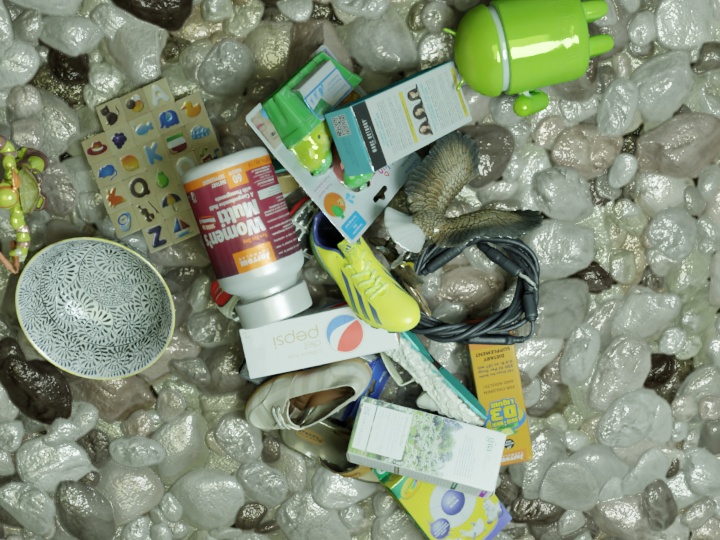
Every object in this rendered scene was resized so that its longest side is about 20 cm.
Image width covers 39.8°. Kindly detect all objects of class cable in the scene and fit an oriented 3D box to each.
[{"bbox_3d":[0.137,0.017,1.310,0.198,0.051,0.164,2,79,7],"label":"cable"}]

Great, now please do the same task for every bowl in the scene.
[{"bbox_3d":[-0.328,0.030,1.273,0.199,0.094,0.202,1,117,1],"label":"bowl"}]

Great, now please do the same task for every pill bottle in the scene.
[{"bbox_3d":[-0.132,-0.039,1.191,0.109,0.110,0.201,-19,96,1],"label":"pill bottle"}]

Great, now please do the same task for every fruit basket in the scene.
[{"bbox_3d":[-0.024,-0.162,1.224,0.200,0.094,0.185,46,53,-8],"label":"fruit basket"}]

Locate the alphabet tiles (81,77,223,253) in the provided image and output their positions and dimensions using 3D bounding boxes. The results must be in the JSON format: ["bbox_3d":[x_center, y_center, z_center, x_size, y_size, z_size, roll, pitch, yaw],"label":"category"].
[{"bbox_3d":[-0.255,-0.132,1.255,0.166,0.006,0.201,-22,86,6],"label":"alphabet tiles"}]

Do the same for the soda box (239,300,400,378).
[{"bbox_3d":[-0.051,0.083,1.287,0.199,0.064,0.069,-12,96,3],"label":"soda box"}]

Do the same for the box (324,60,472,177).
[{"bbox_3d":[0.051,-0.187,1.217,0.200,0.049,0.083,-31,107,-40],"label":"box"}]

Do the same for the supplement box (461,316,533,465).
[{"bbox_3d":[0.190,0.167,1.375,0.066,0.069,0.201,-12,107,1],"label":"supplement box"}]

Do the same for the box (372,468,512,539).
[{"bbox_3d":[0.114,0.311,1.396,0.117,0.048,0.200,-42,107,-13],"label":"box"}]

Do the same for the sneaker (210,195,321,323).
[{"bbox_3d":[-0.124,-0.029,1.297,0.200,0.085,0.077,-50,146,-7],"label":"sneaker"}]

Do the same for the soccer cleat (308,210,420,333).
[{"bbox_3d":[-0.001,0.000,1.226,0.064,0.200,0.084,-31,143,-19],"label":"soccer cleat"}]

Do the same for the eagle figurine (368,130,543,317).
[{"bbox_3d":[0.110,-0.070,1.259,0.200,0.151,0.152,-38,120,1],"label":"eagle figurine"}]

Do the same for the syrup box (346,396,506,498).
[{"bbox_3d":[0.087,0.235,1.319,0.199,0.082,0.079,14,71,5],"label":"syrup box"}]

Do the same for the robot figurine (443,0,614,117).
[{"bbox_3d":[0.206,-0.283,1.233,0.199,0.116,0.177,-13,99,-1],"label":"robot figurine"}]

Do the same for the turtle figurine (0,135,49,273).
[{"bbox_3d":[-0.414,-0.108,1.204,0.064,0.161,0.201,-11,105,-2],"label":"turtle figurine"}]

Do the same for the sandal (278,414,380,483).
[{"bbox_3d":[-0.020,0.252,1.384,0.199,0.054,0.081,23,102,-15],"label":"sandal"}]

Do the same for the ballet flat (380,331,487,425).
[{"bbox_3d":[0.085,0.143,1.344,0.072,0.072,0.200,-43,79,7],"label":"ballet flat"}]

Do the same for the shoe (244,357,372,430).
[{"bbox_3d":[-0.076,0.169,1.309,0.199,0.054,0.070,-25,117,26],"label":"shoe"}]

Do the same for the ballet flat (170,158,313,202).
[{"bbox_3d":[-0.145,-0.105,1.282,0.199,0.069,0.063,-8,114,7],"label":"ballet flat"}]

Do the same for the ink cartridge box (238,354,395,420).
[{"bbox_3d":[-0.058,0.136,1.361,0.199,0.039,0.100,23,101,-11],"label":"ink cartridge box"}]
